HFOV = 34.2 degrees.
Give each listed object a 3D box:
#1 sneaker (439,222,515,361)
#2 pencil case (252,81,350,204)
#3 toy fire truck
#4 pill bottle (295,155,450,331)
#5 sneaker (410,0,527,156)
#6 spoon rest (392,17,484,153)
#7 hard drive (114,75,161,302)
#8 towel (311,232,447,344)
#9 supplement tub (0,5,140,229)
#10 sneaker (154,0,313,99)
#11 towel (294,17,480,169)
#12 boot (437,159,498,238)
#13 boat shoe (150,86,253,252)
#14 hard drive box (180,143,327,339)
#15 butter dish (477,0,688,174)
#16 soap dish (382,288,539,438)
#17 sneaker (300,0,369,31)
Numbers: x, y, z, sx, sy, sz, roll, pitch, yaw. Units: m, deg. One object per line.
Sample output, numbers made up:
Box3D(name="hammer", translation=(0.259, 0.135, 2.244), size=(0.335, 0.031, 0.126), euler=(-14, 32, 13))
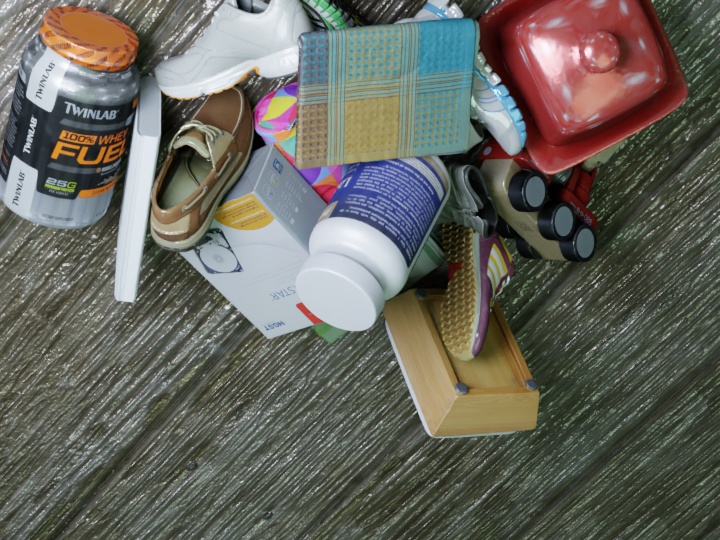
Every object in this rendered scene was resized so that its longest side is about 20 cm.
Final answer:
Box3D(name="sneaker", translation=(0.152, 0.017, 1.432), size=(0.089, 0.204, 0.075), euler=(17, 155, -31))
Box3D(name="pencil case", translation=(-0.048, -0.119, 1.329), size=(0.087, 0.089, 0.201), euler=(-27, 131, 3))
Box3D(name="toy fire truck", translation=(0.245, -0.131, 1.412), size=(0.175, 0.127, 0.203), euler=(38, 68, -36))
Box3D(name="pill bottle", translation=(0.013, -0.041, 1.252), size=(0.114, 0.202, 0.117), euler=(18, 144, 14))
Box3D(name="sneaker", translation=(0.106, -0.197, 1.274), size=(0.086, 0.075, 0.201), euler=(-39, 111, -4))
Box3D(name="spoon rest", translation=(0.083, -0.203, 1.325), size=(0.099, 0.061, 0.200), euler=(-37, 129, 10))
Box3D(name="hard drive", translation=(-0.239, -0.087, 1.255), size=(0.026, 0.133, 0.203), euler=(6, 124, -14))
Box3D(name="towel", translation=(0.000, 0.000, 1.467), size=(0.199, 0.031, 0.149), euler=(-37, 127, 11))
Box3D(name="supplement tub", translation=(-0.295, -0.156, 1.193), size=(0.120, 0.123, 0.202), euler=(8, 123, -23))
Box3D(name="sneaker", translation=(-0.133, -0.239, 1.197), size=(0.197, 0.076, 0.093), euler=(-10, 116, 26))
Box3D(name="towel", translation=(0.027, -0.181, 1.193), size=(0.197, 0.022, 0.149), euler=(-9, 121, -22))
Box3D(name="boot", translation=(0.081, -0.121, 1.332), size=(0.068, 0.129, 0.201), euler=(-57, 134, -23))
Box3D(name="boat shoe", translation=(-0.164, -0.117, 1.220), size=(0.074, 0.203, 0.074), euler=(11, 150, 10))
Box3D(name="hard drive box", translation=(-0.102, -0.028, 1.328), size=(0.154, 0.078, 0.200), euler=(-19, 128, 36))
Box3D(name="butter dish", translation=(0.248, -0.231, 1.266), size=(0.198, 0.148, 0.202), euler=(-27, 93, 3))
Box3D(name="soap dish", translation=(0.128, 0.109, 1.467), size=(0.155, 0.202, 0.082), euler=(1, 139, -29))
Box3D(name="sneaker", translation=(-0.048, -0.250, 1.220), size=(0.085, 0.078, 0.200), euler=(-39, 114, 16))
